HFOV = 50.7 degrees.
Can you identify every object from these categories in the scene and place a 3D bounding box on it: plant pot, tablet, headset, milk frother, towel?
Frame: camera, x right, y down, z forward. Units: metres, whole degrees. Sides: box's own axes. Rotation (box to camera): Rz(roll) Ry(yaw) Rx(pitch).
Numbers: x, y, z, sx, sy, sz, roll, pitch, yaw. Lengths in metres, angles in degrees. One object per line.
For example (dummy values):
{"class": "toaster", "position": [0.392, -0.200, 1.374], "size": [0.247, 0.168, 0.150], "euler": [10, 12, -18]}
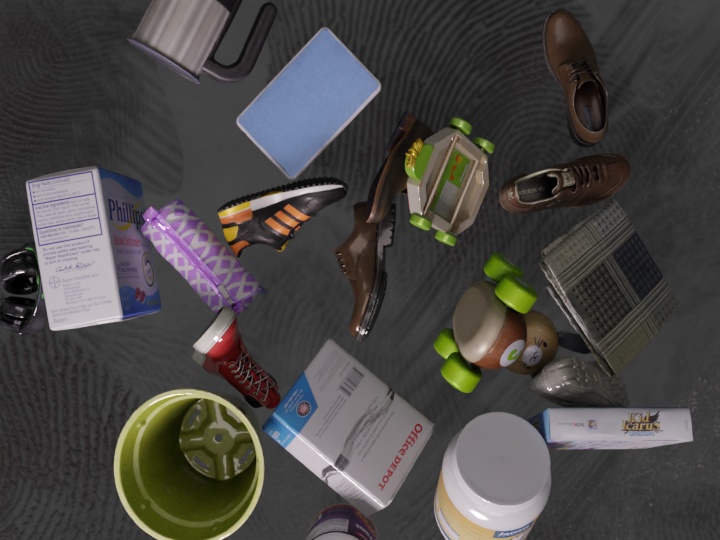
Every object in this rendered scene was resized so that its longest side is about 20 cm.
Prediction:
{"class": "plant pot", "position": [-0.216, 0.252, 1.066], "size": [0.195, 0.184, 0.206], "euler": [0, 91, 3]}
{"class": "tablet", "position": [-0.078, -0.250, 1.141], "size": [0.130, 0.014, 0.200], "euler": [45, 91, 2]}
{"class": "headset", "position": [-0.497, 0.033, 1.089], "size": [0.198, 0.093, 0.126], "euler": [-23, 67, 45]}
{"class": "milk frother", "position": [-0.213, -0.367, 1.055], "size": [0.178, 0.200, 0.191], "euler": [28, 92, -2]}
{"class": "towel", "position": [0.351, 0.022, 1.076], "size": [0.199, 0.034, 0.195], "euler": [-33, 91, -32]}

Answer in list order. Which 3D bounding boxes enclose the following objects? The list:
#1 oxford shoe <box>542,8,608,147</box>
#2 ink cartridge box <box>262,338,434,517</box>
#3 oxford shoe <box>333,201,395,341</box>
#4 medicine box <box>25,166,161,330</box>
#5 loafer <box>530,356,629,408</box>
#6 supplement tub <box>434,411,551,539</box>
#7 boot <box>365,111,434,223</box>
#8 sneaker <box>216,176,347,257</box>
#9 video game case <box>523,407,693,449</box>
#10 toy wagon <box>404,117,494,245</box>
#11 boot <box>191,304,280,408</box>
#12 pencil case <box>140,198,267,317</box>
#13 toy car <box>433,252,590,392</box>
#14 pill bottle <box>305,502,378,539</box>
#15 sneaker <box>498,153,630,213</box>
{"class": "oxford shoe", "position": [0.317, -0.285, 1.091], "size": [0.071, 0.084, 0.204], "euler": [-19, 88, 4]}
{"class": "ink cartridge box", "position": [-0.017, 0.223, 1.078], "size": [0.199, 0.084, 0.146], "euler": [39, 57, 2]}
{"class": "oxford shoe", "position": [0.000, 0.000, 1.108], "size": [0.082, 0.073, 0.205], "euler": [7, 79, 4]}
{"class": "medicine box", "position": [-0.368, -0.029, 1.070], "size": [0.100, 0.182, 0.205], "euler": [-9, 90, 2]}
{"class": "loafer", "position": [0.312, 0.163, 1.067], "size": [0.069, 0.198, 0.071], "euler": [-29, 53, 37]}
{"class": "supplement tub", "position": [0.176, 0.292, 1.025], "size": [0.141, 0.202, 0.147], "euler": [0, 54, 0]}
{"class": "boot", "position": [0.074, -0.133, 1.075], "size": [0.095, 0.075, 0.203], "euler": [26, 58, -7]}
{"class": "sneaker", "position": [-0.108, -0.077, 1.124], "size": [0.196, 0.070, 0.092], "euler": [-13, 105, 2]}
{"class": "video game case", "position": [0.325, 0.216, 1.035], "size": [0.177, 0.200, 0.047], "euler": [-2, 74, 2]}
{"class": "toy wagon", "position": [0.115, -0.131, 1.055], "size": [0.039, 0.199, 0.158], "euler": [22, 88, 41]}
{"class": "boot", "position": [-0.161, 0.130, 1.062], "size": [0.144, 0.200, 0.073], "euler": [39, 67, 2]}
{"class": "pencil case", "position": [-0.233, -0.012, 1.114], "size": [0.200, 0.085, 0.084], "euler": [46, 105, 3]}
{"class": "toy car", "position": [0.231, 0.105, 1.073], "size": [0.197, 0.158, 0.166], "euler": [29, 107, -12]}
{"class": "pill bottle", "position": [-0.030, 0.407, 1.051], "size": [0.109, 0.200, 0.114], "euler": [0, 91, 2]}
{"class": "sneaker", "position": [0.300, -0.122, 1.096], "size": [0.196, 0.076, 0.072], "euler": [-16, 90, 3]}
